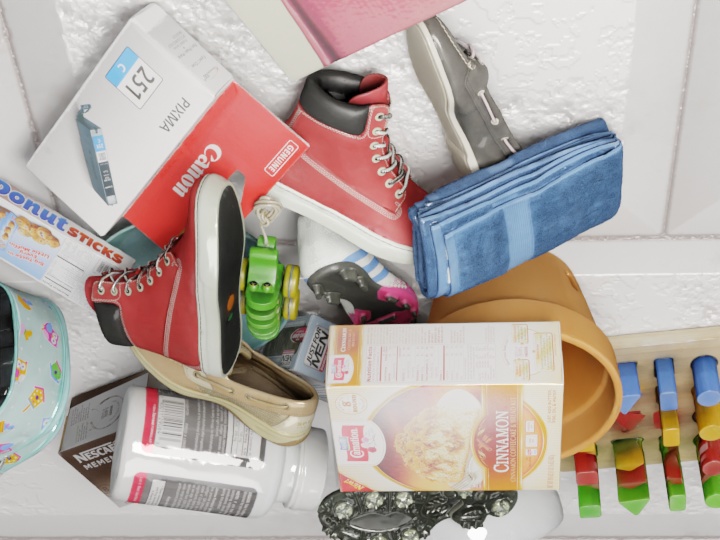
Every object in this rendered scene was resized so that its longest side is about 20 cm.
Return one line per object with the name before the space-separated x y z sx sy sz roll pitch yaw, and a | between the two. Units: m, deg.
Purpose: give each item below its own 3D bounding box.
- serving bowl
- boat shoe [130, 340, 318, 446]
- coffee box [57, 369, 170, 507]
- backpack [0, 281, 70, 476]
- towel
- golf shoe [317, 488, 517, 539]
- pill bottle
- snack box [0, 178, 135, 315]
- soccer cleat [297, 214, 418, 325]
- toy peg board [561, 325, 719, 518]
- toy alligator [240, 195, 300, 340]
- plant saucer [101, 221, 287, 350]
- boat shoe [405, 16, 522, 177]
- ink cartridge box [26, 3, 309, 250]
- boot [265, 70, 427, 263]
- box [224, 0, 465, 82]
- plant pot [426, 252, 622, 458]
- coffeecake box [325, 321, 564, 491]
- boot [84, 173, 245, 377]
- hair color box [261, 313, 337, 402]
serving bowl | 0.113 0.234 1.518 0.199 0.200 0.066 -4 98 7
boat shoe | -0.127 0.088 1.355 0.199 0.071 0.065 28 132 8
coffee box | -0.200 0.164 1.508 0.199 0.080 0.115 -20 130 21
backpack | -0.370 0.107 1.395 0.199 0.177 0.153 -28 145 29
towel | 0.137 -0.048 1.233 0.199 0.049 0.112 -26 139 -14
golf shoe | 0.053 0.220 1.419 0.199 0.088 0.078 -9 116 -7
pill bottle | -0.136 0.179 1.388 0.199 0.111 0.111 10 136 -13
snack box | -0.309 -0.034 1.319 0.199 0.024 0.072 32 131 -10
soccer cleat | 0.000 0.000 1.347 0.070 0.087 0.200 -23 155 14
toy peg board | 0.295 0.166 1.476 0.199 0.098 0.200 -7 136 9
toy alligator | -0.087 0.012 1.290 0.059 0.055 0.200 7 148 2
plant saucer | -0.163 0.010 1.380 0.199 0.036 0.201 1 137 1
boat shoe | 0.089 -0.147 1.194 0.057 0.067 0.200 -32 136 -6
ink cartridge box | -0.168 -0.097 1.221 0.176 0.045 0.200 42 128 -5
boot | 0.025 -0.091 1.234 0.199 0.073 0.144 23 131 -15
box | 0.006 -0.247 1.039 0.199 0.128 0.109 -21 132 24
plant pot | 0.141 0.072 1.355 0.199 0.141 0.201 1 136 1
coffeecake box | 0.075 0.122 1.257 0.199 0.073 0.154 -1 137 5
boot | -0.177 -0.005 1.248 0.143 0.073 0.201 15 127 12
hair color box | 0.008 0.110 1.428 0.199 0.061 0.099 25 165 -22
